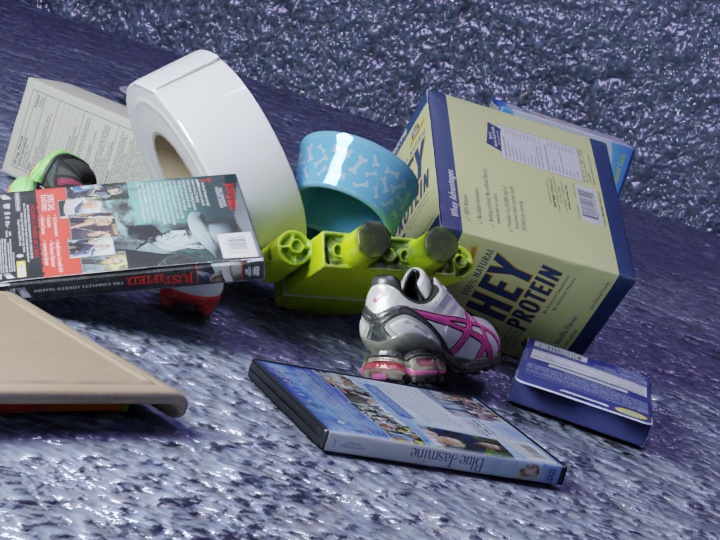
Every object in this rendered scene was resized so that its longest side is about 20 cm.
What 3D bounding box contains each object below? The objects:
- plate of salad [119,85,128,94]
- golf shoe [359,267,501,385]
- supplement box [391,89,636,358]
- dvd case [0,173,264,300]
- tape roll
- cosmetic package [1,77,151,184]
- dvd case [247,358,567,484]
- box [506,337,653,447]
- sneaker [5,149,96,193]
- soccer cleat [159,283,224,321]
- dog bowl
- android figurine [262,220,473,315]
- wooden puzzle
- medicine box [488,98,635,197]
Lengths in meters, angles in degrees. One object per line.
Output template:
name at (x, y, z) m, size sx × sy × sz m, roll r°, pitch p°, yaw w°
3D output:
plate of salad at (-0.268, -0.258, 2.548) m, size 0.199 × 0.048 × 0.200 m, roll 18°, pitch 9°, yaw -3°
golf shoe at (0.064, 0.043, 1.363) m, size 0.072 × 0.093 × 0.200 m, roll -2°, pitch -1°, yaw 26°
supplement box at (0.132, -0.039, 1.602) m, size 0.199 × 0.134 × 0.201 m, roll 15°, pitch 42°, yaw -17°
dvd case at (-0.181, -0.027, 1.268) m, size 0.199 × 0.022 × 0.146 m, roll -7°, pitch 31°, yaw -11°
tape roll at (-0.128, -0.090, 1.473) m, size 0.071 × 0.203 × 0.202 m, roll -28°, pitch 29°, yaw -17°
cosmetic package at (-0.246, -0.109, 1.642) m, size 0.199 × 0.104 × 0.073 m, roll 25°, pitch 12°, yaw 28°
dvd case at (0.032, 0.108, 1.202) m, size 0.199 × 0.018 × 0.143 m, roll 11°, pitch 11°, yaw -28°
box at (0.191, 0.106, 1.444) m, size 0.121 × 0.033 × 0.200 m, roll 19°, pitch 9°, yaw 7°
sneaker at (-0.255, -0.047, 1.421) m, size 0.084 × 0.077 × 0.200 m, roll 30°, pitch 16°, yaw -5°
soccer cleat at (-0.140, -0.021, 1.400) m, size 0.068 × 0.086 × 0.200 m, roll 15°, pitch 11°, yaw -11°
dog bowl at (-0.014, -0.049, 1.484) m, size 0.111 × 0.050 × 0.200 m, roll 21°, pitch -24°, yaw 3°
android figurine at (0.000, 0.000, 1.428) m, size 0.181 × 0.041 × 0.200 m, roll 3°, pitch -15°, yaw -22°
wooden puzzle at (-0.232, 0.050, 1.030) m, size 0.185 × 0.037 × 0.200 m, roll 26°, pitch 8°, yaw 39°
medicine box at (0.249, -0.118, 2.304) m, size 0.199 × 0.183 × 0.103 m, roll 16°, pitch 10°, yaw -7°
